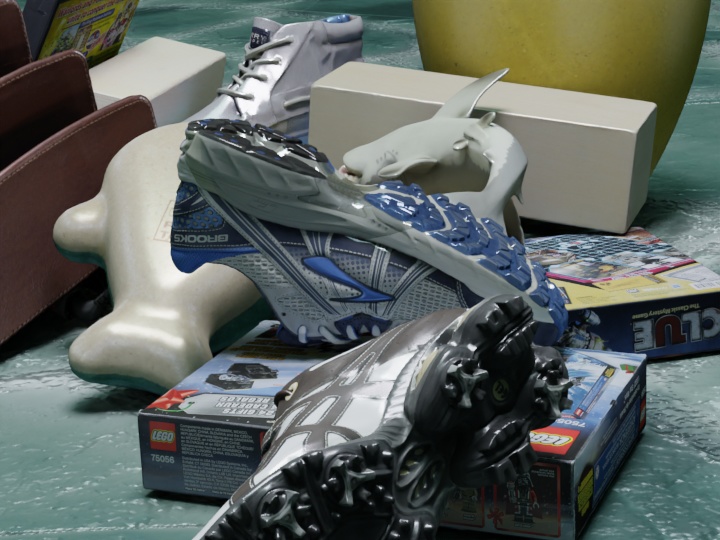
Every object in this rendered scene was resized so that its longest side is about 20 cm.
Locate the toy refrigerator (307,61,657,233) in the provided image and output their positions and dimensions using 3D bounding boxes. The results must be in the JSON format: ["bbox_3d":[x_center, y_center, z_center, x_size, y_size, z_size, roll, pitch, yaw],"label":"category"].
[{"bbox_3d":[0.073,-0.074,1.064,0.199,0.070,0.076,9,20,16],"label":"toy refrigerator"}]

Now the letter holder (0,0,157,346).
[{"bbox_3d":[-0.212,-0.057,0.978,0.100,0.143,0.200,10,35,31],"label":"letter holder"}]

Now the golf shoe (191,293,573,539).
[{"bbox_3d":[-0.009,0.083,0.667,0.200,0.078,0.094,-35,20,-31],"label":"golf shoe"}]

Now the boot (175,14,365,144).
[{"bbox_3d":[-0.074,-0.121,1.174,0.073,0.096,0.199,12,22,42],"label":"boot"}]

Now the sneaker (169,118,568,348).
[{"bbox_3d":[0.000,0.000,0.830,0.199,0.086,0.077,23,18,5],"label":"sneaker"}]

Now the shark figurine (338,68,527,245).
[{"bbox_3d":[0.067,-0.039,0.955,0.128,0.090,0.214,-34,20,-8],"label":"shark figurine"}]

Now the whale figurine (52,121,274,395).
[{"bbox_3d":[-0.091,0.008,0.948,0.158,0.104,0.201,11,42,5],"label":"whale figurine"}]

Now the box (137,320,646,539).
[{"bbox_3d":[0.018,0.068,0.792,0.199,0.040,0.137,5,17,22],"label":"box"}]

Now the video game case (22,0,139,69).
[{"bbox_3d":[-0.224,-0.140,1.284,0.025,0.181,0.200,27,21,4],"label":"video game case"}]

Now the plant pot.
[{"bbox_3d":[0.130,-0.114,1.161,0.198,0.143,0.200,2,-2,0],"label":"plant pot"}]

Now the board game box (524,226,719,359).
[{"bbox_3d":[0.088,0.018,0.957,0.199,0.035,0.136,-6,17,-13],"label":"board game box"}]

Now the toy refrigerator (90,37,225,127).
[{"bbox_3d":[-0.169,-0.119,1.330,0.070,0.076,0.200,14,20,8],"label":"toy refrigerator"}]

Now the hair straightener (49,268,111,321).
[{"bbox_3d":[-0.186,-0.010,1.072,0.077,0.041,0.199,-16,22,-38],"label":"hair straightener"}]
